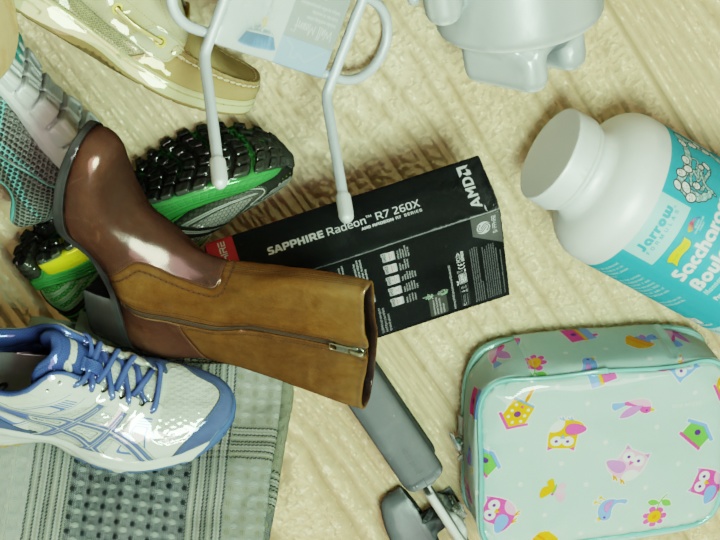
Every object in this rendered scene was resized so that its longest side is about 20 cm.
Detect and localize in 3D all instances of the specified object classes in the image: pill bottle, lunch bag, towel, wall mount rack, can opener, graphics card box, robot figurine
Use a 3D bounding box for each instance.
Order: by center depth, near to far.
[{"bbox_3d":[-0.041,-0.132,1.552,0.200,0.074,0.174,14,98,-44],"label":"wall mount rack"},{"bbox_3d":[0.096,-0.218,1.565,0.169,0.113,0.201,-33,125,-41],"label":"robot figurine"},{"bbox_3d":[-0.145,0.118,1.577,0.192,0.200,0.035,7,146,-1],"label":"towel"},{"bbox_3d":[0.000,0.000,1.651,0.199,0.051,0.126,-18,150,-2],"label":"graphics card box"},{"bbox_3d":[0.211,-0.037,1.673,0.200,0.111,0.111,26,107,-21],"label":"pill bottle"},{"bbox_3d":[0.023,0.143,1.752,0.067,0.053,0.200,-32,115,4],"label":"can opener"},{"bbox_3d":[0.165,0.125,1.759,0.199,0.077,0.161,-5,117,-9],"label":"lunch bag"}]

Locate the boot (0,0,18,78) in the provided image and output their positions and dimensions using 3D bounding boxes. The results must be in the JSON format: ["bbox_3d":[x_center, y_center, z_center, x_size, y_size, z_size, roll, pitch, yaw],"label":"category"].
[{"bbox_3d":[-0.300,-0.197,1.448,0.071,0.144,0.201,-56,138,-26],"label":"boot"}]

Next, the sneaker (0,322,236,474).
[{"bbox_3d":[-0.176,0.076,1.533,0.199,0.075,0.088,3,147,-8],"label":"sneaker"}]

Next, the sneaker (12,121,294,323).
[{"bbox_3d":[-0.131,-0.032,1.636,0.200,0.078,0.085,-27,124,12],"label":"sneaker"}]

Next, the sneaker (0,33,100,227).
[{"bbox_3d":[-0.245,-0.106,1.574,0.091,0.078,0.200,-33,112,14],"label":"sneaker"}]

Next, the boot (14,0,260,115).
[{"bbox_3d":[-0.122,-0.202,1.555,0.200,0.073,0.156,29,105,-19],"label":"boot"}]

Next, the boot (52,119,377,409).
[{"bbox_3d":[-0.089,-0.001,1.515,0.199,0.069,0.189,14,131,22],"label":"boot"}]
